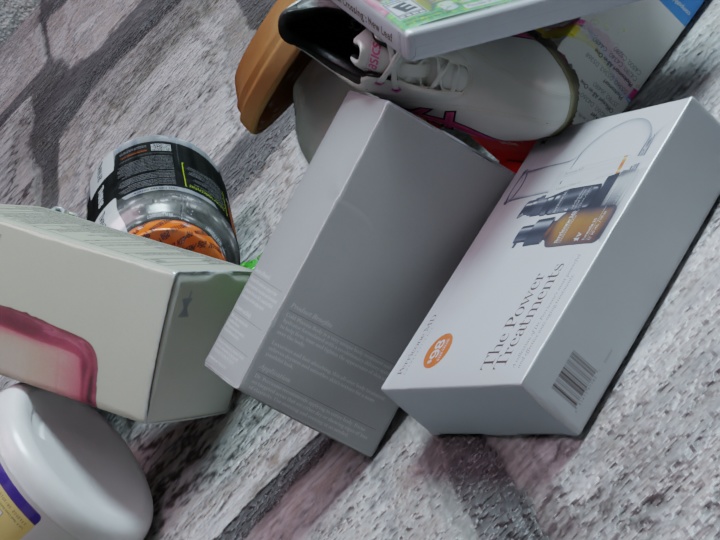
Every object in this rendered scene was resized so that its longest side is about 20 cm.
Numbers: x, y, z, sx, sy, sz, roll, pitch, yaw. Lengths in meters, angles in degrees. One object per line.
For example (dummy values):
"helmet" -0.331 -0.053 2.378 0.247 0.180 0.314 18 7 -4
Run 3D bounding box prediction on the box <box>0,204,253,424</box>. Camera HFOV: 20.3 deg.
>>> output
"box" -0.193 0.028 1.431 0.128 0.199 0.110 0 -75 -65

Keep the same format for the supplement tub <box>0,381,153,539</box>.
"supplement tub" -0.260 0.192 1.423 0.200 0.145 0.146 -42 22 16

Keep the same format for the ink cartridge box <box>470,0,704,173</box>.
"ink cartridge box" 0.129 -0.133 1.314 0.200 0.067 0.116 -53 21 -9

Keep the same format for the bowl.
"bowl" 0.018 -0.154 1.472 0.200 0.075 0.200 -52 -2 -2

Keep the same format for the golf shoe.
"golf shoe" 0.039 -0.123 1.225 0.199 0.073 0.092 23 26 32

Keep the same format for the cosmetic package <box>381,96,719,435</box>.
"cosmetic package" 0.113 0.000 1.142 0.201 0.052 0.151 -57 20 -21

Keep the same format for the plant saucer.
"plant saucer" -0.028 -0.186 1.422 0.200 0.037 0.200 -52 -1 -1

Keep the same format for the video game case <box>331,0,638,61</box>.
"video game case" 0.076 -0.191 1.232 0.199 0.022 0.182 -17 33 -20

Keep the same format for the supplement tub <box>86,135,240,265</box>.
"supplement tub" -0.162 -0.025 1.632 0.123 0.122 0.200 -45 20 10

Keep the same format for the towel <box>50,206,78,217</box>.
"towel" -0.251 0.067 1.628 0.171 0.048 0.201 -110 25 -69

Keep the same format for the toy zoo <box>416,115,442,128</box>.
"toy zoo" 0.054 -0.129 1.378 0.200 0.020 0.131 -46 -11 -46

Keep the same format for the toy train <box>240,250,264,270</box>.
"toy train" -0.040 0.015 1.440 0.056 0.042 0.200 -40 20 -7

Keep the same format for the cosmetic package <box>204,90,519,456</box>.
"cosmetic package" 0.000 0.000 1.242 0.201 0.106 0.090 -61 21 -3
